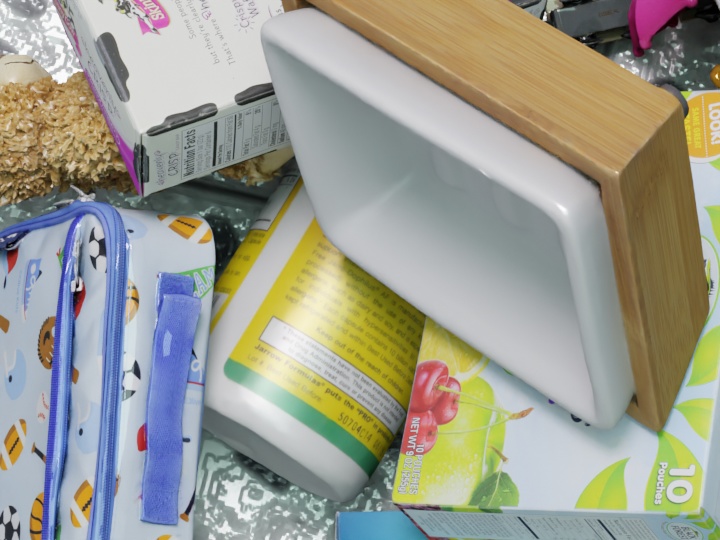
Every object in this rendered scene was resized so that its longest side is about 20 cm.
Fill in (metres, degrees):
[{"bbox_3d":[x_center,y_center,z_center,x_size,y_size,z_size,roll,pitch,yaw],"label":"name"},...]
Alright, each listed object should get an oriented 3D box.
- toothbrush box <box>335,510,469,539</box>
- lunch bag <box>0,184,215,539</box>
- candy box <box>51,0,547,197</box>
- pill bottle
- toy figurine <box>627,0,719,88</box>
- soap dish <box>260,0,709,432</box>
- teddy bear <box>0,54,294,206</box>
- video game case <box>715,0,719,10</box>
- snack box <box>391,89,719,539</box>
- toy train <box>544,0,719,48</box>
[{"bbox_3d":[0.087,0.180,1.203,0.199,0.147,0.086,-1,52,-1],"label":"toothbrush box"},{"bbox_3d":[-0.128,0.062,1.218,0.075,0.160,0.201,7,82,-31],"label":"lunch bag"},{"bbox_3d":[-0.033,-0.131,1.189,0.199,0.061,0.137,-19,65,-14],"label":"candy box"},{"bbox_3d":[0.000,0.000,1.264,0.112,0.113,0.201,30,79,4],"label":"pill bottle"},{"bbox_3d":[0.203,-0.083,1.263,0.199,0.150,0.185,-3,86,-14],"label":"toy figurine"},{"bbox_3d":[0.056,-0.040,1.085,0.081,0.158,0.200,-40,51,-20],"label":"soap dish"},{"bbox_3d":[-0.107,-0.077,1.257,0.199,0.145,0.067,2,114,29],"label":"teddy bear"},{"bbox_3d":[0.226,-0.120,1.216,0.023,0.199,0.183,-32,69,35],"label":"video game case"},{"bbox_3d":[0.102,0.020,1.151,0.141,0.053,0.201,0,64,24],"label":"snack box"},{"bbox_3d":[0.127,-0.130,1.330,0.199,0.046,0.034,-15,96,-4],"label":"toy train"}]
